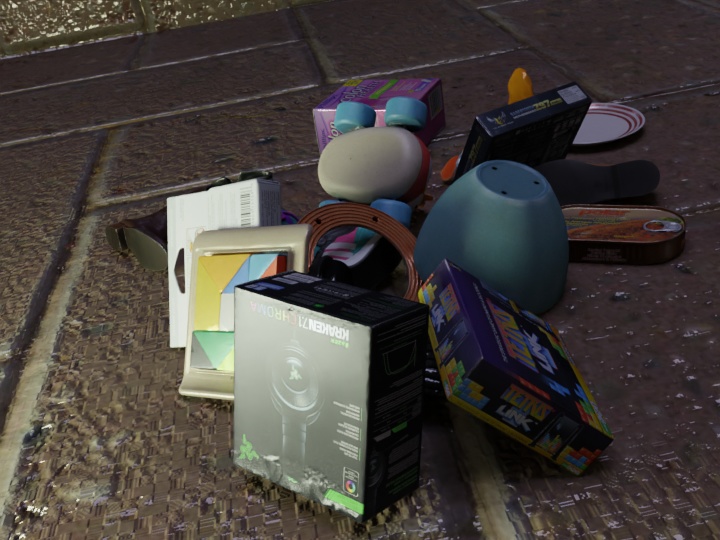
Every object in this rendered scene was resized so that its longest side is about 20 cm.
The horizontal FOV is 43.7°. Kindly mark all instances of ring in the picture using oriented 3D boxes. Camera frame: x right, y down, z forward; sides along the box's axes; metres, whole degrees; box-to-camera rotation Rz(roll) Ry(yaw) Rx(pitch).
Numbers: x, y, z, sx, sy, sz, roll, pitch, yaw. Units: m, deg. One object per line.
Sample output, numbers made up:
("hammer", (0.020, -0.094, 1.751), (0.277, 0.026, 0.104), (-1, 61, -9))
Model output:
("ring", (0.000, 0.000, 1.138), (0.199, 0.019, 0.202), (12, 53, -17))

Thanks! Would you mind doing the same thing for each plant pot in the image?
("plant pot", (0.175, -0.057, 1.122), (0.198, 0.136, 0.201), (6, 36, -5))

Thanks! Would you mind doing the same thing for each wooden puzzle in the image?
("wooden puzzle", (-0.138, 0.046, 1.023), (0.184, 0.202, 0.037), (-2, -12, 38))

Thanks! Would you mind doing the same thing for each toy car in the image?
("toy car", (0.054, -0.133, 1.343), (0.176, 0.186, 0.199), (2, -12, 35))

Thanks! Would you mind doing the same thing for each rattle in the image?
("rattle", (0.214, -0.247, 1.512), (0.198, 0.144, 0.130), (-15, 18, -10))

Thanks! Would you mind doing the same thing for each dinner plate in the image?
("dinner plate", (0.407, -0.258, 1.608), (0.198, 0.024, 0.201), (-8, 27, 4))

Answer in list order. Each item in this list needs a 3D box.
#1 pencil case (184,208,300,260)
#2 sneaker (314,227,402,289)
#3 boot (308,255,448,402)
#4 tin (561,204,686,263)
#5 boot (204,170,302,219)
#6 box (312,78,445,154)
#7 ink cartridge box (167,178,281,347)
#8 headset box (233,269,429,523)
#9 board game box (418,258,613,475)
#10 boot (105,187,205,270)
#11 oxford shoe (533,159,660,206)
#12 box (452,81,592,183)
("pencil case", (-0.154, -0.026, 1.208), (0.085, 0.093, 0.199), (-9, -3, -43))
("sneaker", (-0.047, -0.006, 1.210), (0.120, 0.084, 0.200), (15, 38, 42))
("boot", (0.026, 0.063, 0.998), (0.156, 0.080, 0.213), (-12, 54, 7))
("tin", (0.340, -0.051, 1.225), (0.198, 0.042, 0.112), (3, 34, 23))
("boot", (-0.126, -0.087, 1.334), (0.198, 0.132, 0.068), (-8, 27, 2))
("box", (0.039, -0.292, 1.709), (0.198, 0.097, 0.176), (4, 30, 25))
("ink cartridge box", (-0.171, -0.002, 1.122), (0.173, 0.202, 0.043), (-5, -5, 41))
("headset box", (-0.033, 0.119, 0.857), (0.173, 0.202, 0.092), (15, 19, 36))
("board game box", (0.148, 0.089, 0.898), (0.057, 0.165, 0.200), (-51, 21, 19))
("boot", (-0.284, -0.075, 1.447), (0.199, 0.065, 0.186), (-25, 33, -36))
("oxford shoe", (0.352, -0.131, 1.362), (0.198, 0.072, 0.071), (2, 2, 21))
("box", (0.251, -0.200, 1.405), (0.199, 0.158, 0.051), (-22, 61, -22))
